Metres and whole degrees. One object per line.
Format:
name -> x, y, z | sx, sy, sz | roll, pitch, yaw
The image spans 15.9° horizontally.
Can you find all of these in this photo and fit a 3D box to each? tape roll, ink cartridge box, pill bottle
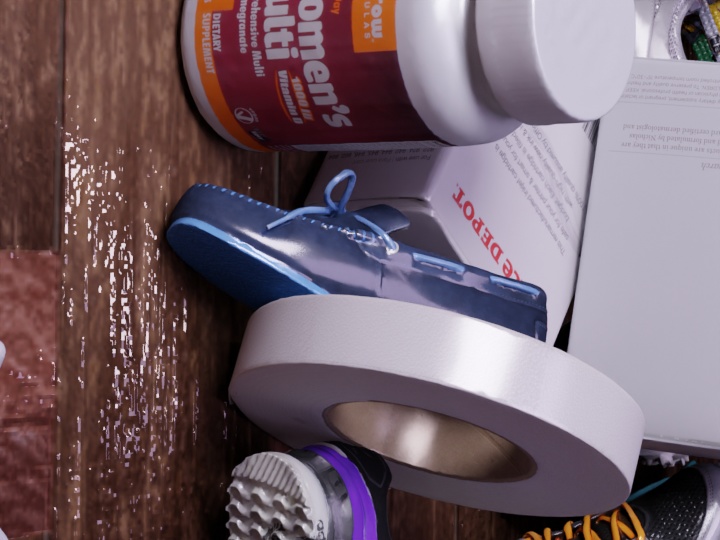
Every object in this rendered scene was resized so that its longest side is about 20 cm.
tape roll -> 0.036, 0.067, 1.232 | 0.203, 0.202, 0.037 | 37, 62, -47
ink cartridge box -> 0.067, -0.065, 1.367 | 0.146, 0.084, 0.201 | 54, 49, -39
pill bottle -> 0.022, -0.112, 1.208 | 0.109, 0.199, 0.111 | 0, 90, -53

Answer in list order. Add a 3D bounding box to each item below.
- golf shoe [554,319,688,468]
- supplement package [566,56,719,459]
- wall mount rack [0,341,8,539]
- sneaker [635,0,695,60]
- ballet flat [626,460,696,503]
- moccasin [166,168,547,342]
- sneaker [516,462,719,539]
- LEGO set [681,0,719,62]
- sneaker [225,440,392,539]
golf shoe -> 0.149, 0.072, 1.493 | 0.199, 0.078, 0.098 | -18, 99, -53
supplement package -> 0.190, -0.002, 1.379 | 0.117, 0.116, 0.202 | 20, 77, -63
wall mount rack -> -0.190, 0.129, 1.028 | 0.200, 0.074, 0.175 | -29, 113, -50
sneaker -> 0.173, -0.078, 1.493 | 0.075, 0.081, 0.202 | -97, -178, -83
ballet flat -> 0.186, 0.156, 1.507 | 0.067, 0.068, 0.200 | 52, 24, 11
moccasin -> 0.000, 0.000, 1.249 | 0.199, 0.080, 0.069 | 27, 72, -22
sneaker -> 0.118, 0.167, 1.382 | 0.200, 0.078, 0.077 | -40, 117, 4
LEGO set -> 0.266, -0.108, 1.546 | 0.116, 0.153, 0.202 | -1, 78, -74
sneaker -> -0.012, 0.178, 1.253 | 0.099, 0.069, 0.202 | -14, 113, -49
